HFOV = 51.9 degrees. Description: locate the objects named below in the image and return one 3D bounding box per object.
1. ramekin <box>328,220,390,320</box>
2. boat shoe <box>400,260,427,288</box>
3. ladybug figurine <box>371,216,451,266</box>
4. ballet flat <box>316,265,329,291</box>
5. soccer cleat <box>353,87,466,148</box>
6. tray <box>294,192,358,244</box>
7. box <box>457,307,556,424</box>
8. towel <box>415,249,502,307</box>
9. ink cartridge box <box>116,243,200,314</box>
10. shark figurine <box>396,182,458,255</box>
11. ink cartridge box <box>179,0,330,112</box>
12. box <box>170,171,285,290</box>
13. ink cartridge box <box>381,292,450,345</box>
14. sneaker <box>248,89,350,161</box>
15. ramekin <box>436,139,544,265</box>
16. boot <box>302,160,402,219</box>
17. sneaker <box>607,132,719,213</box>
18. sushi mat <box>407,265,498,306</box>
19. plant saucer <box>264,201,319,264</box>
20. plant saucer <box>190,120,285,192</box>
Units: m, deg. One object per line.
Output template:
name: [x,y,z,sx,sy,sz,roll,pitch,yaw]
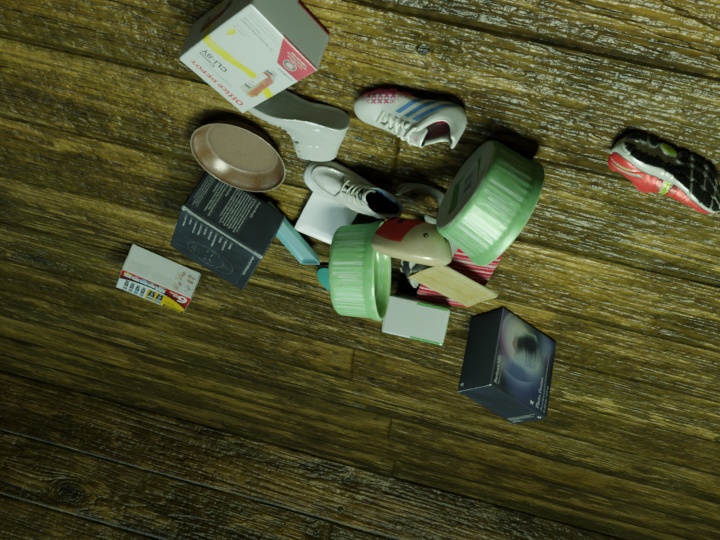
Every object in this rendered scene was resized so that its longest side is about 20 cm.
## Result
ramekin: [0.000,0.000,1.534,0.095,0.205,0.202,1,149,12]
boat shoe: [0.117,-0.037,1.577,0.060,0.073,0.201,46,164,23]
ladybug figurine: [0.093,-0.056,1.354,0.133,0.074,0.199,8,-175,-30]
ballet flat: [-0.013,0.039,1.772,0.196,0.072,0.071,24,155,21]
soccer cleat: [0.076,-0.246,1.217,0.194,0.088,0.070,8,151,16]
tray: [-0.068,-0.121,1.574,0.105,0.023,0.200,23,150,-9]
box: [0.354,0.231,1.774,0.196,0.204,0.122,30,149,-25]
towel: [0.210,0.006,1.590,0.140,0.023,0.202,10,140,-10]
ink cartridge box: [-0.557,0.034,2.029,0.196,0.086,0.175,24,151,-15]
shark figurine: [0.159,-0.097,1.419,0.126,0.091,0.216,-23,124,16]
ink cartridge box: [-0.168,-0.352,1.163,0.197,0.085,0.144,-15,139,43]
box: [-0.292,-0.086,1.613,0.194,0.126,0.200,33,150,-7]
ink cartridge box: [0.133,0.107,1.706,0.142,0.086,0.200,12,-177,9]
sneaker: [-0.124,-0.253,1.323,0.195,0.075,0.116,18,148,-6]
ramekin: [0.213,-0.120,1.258,0.096,0.203,0.200,30,149,-11]
boot: [-0.009,-0.154,1.406,0.196,0.075,0.095,20,-179,-22]
sneaker: [0.490,-0.152,1.195,0.197,0.078,0.085,30,155,-3]
sushi mat: [0.197,0.031,1.563,0.197,0.012,0.095,26,149,-36]
plant saucer: [-0.165,-0.084,1.659,0.069,0.019,0.201,3,142,46]
plant saucer: [-0.236,-0.231,1.457,0.195,0.037,0.202,13,151,7]
